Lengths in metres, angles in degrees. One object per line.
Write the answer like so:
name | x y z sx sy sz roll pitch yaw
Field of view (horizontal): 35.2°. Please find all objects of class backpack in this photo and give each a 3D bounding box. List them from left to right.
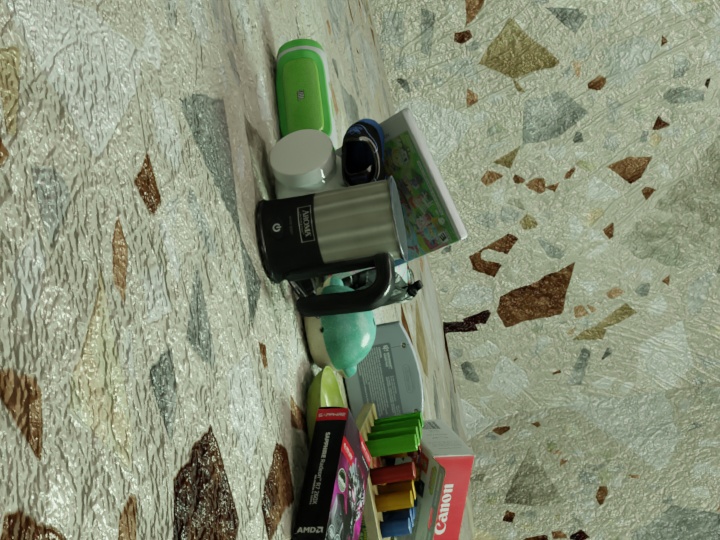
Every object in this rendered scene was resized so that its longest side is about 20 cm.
backpack | 0.000 0.000 1.927 0.127 0.166 0.200 66 7 21

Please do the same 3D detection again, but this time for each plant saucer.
plant saucer | -0.048 0.243 1.671 0.200 0.031 0.202 -10 90 -82

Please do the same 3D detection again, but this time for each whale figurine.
whale figurine | -0.016 0.086 1.770 0.200 0.103 0.161 4 76 -73

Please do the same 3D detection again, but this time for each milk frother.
milk frother | -0.026 -0.027 1.587 0.200 0.186 0.182 -22 102 -81

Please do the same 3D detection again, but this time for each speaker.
speaker | -0.086 -0.262 1.803 0.088 0.088 0.202 56 25 -70

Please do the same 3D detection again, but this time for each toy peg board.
toy peg board | 0.058 0.322 1.788 0.200 0.097 0.201 -44 123 -79

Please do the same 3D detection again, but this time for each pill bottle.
pill bottle | -0.062 -0.104 1.682 0.201 0.115 0.116 71 12 -46

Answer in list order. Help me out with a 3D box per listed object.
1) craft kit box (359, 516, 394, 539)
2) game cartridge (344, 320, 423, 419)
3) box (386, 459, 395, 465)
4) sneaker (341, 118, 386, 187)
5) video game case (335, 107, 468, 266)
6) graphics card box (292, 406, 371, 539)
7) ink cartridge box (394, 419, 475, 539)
craft kit box | 0.014 0.405 1.862 0.200 0.048 0.199 -24 101 -81
game cartridge | 0.040 0.193 1.972 0.040 0.132 0.202 -48 128 -80
box | 0.057 0.288 2.074 0.148 0.103 0.202 -22 103 -82
sneaker | 0.010 -0.112 1.620 0.078 0.070 0.202 -47 128 -61
video game case | 0.056 -0.115 1.660 0.182 0.022 0.201 -22 -86 55
graphics card box | -0.035 0.298 1.508 0.126 0.050 0.201 69 25 -45
ink cartridge box | 0.123 0.380 1.907 0.176 0.083 0.202 -137 -128 -61
